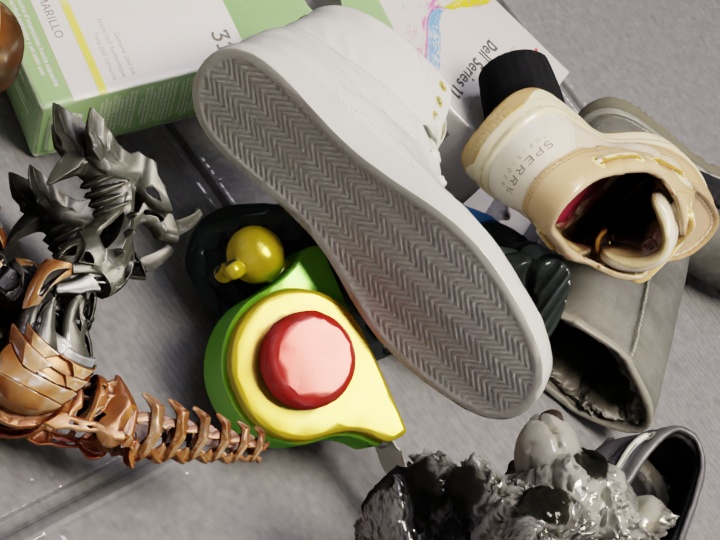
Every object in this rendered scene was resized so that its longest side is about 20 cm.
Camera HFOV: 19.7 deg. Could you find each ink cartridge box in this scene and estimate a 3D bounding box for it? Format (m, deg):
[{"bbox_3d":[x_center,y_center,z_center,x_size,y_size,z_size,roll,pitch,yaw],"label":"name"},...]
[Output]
[{"bbox_3d":[0.035,-0.105,1.102,0.200,0.067,0.117,44,37,-6],"label":"ink cartridge box"},{"bbox_3d":[-0.085,-0.143,0.977,0.199,0.048,0.146,-16,66,-23],"label":"ink cartridge box"}]

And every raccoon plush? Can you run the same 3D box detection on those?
[{"bbox_3d":[0.057,0.157,0.867,0.096,0.201,0.134,18,-1,38],"label":"raccoon plush"}]

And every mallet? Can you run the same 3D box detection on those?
[{"bbox_3d":[0.140,-0.051,1.079,0.199,0.041,0.066,23,47,-37],"label":"mallet"}]

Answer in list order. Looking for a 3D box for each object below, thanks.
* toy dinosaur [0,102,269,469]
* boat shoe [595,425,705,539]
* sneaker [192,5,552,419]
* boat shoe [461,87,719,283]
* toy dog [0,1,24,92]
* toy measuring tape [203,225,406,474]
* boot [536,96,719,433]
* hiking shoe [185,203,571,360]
[{"bbox_3d":[-0.132,0.021,0.822,0.200,0.102,0.136,41,59,-31],"label":"toy dinosaur"},{"bbox_3d":[0.108,0.134,0.960,0.073,0.063,0.200,48,38,-4],"label":"boat shoe"},{"bbox_3d":[0.028,-0.036,0.909,0.200,0.074,0.116,49,35,1],"label":"sneaker"},{"bbox_3d":[0.124,-0.027,1.000,0.199,0.074,0.069,14,31,-53],"label":"boat shoe"},{"bbox_3d":[-0.194,-0.161,0.841,0.139,0.193,0.202,-6,95,-63],"label":"toy dog"},{"bbox_3d":[-0.017,0.077,0.898,0.073,0.073,0.201,-27,94,-53],"label":"toy measuring tape"},{"bbox_3d":[0.166,0.011,1.126,0.181,0.073,0.201,30,35,-11],"label":"boot"},{"bbox_3d":[0.000,0.000,0.987,0.199,0.075,0.087,9,20,-31],"label":"hiking shoe"}]
